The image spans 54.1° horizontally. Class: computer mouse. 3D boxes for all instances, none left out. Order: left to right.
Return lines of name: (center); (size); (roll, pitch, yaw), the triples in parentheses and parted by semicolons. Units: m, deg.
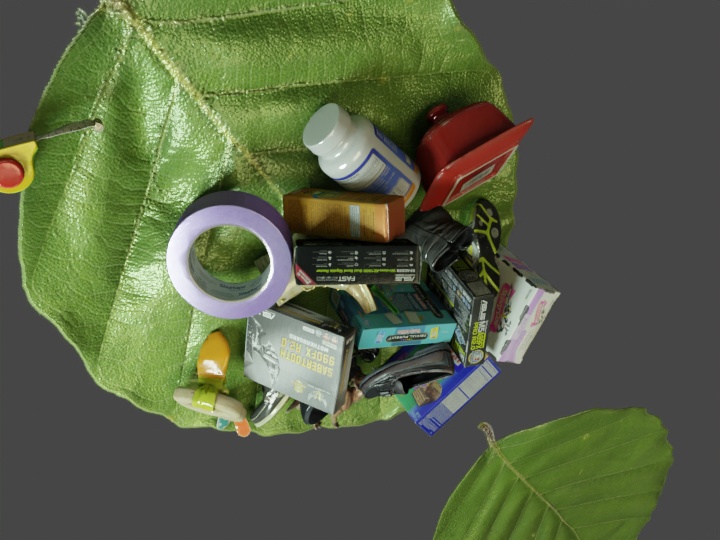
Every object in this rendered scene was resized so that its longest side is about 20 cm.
computer mouse: (-0.054, 0.203, 1.351); (0.201, 0.053, 0.138); (-53, 153, -1)

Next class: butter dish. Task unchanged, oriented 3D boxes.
butter dish: (0.167, -0.221, 1.219); (0.199, 0.149, 0.200); (-31, 169, -13)

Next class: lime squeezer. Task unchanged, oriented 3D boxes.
lime squeezer: (0.000, 0.000, 1.307); (0.038, 0.071, 0.201); (-33, 93, -2)

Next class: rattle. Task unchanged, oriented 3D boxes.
rattle: (-0.258, 0.222, 1.341); (0.129, 0.144, 0.200); (-15, 151, 21)

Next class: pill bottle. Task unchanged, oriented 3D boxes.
pill bottle: (0.001, -0.185, 1.166); (0.112, 0.112, 0.199); (-49, 128, 8)

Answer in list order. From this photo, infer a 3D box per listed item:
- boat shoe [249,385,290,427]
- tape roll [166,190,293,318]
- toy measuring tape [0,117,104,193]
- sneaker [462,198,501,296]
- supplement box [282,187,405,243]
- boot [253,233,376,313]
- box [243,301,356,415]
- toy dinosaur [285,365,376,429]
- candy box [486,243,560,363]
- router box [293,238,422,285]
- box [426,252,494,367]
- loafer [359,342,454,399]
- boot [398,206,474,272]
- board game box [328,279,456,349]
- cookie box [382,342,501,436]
boat shoe: (-0.159, 0.219, 1.372); (0.066, 0.072, 0.201); (37, 109, -12)
tape roll: (-0.209, -0.024, 1.143); (0.198, 0.066, 0.202); (-1, 117, -3)
toy measuring tape: (-0.448, -0.154, 0.976); (0.198, 0.074, 0.074); (-19, 127, -16)
sneaker: (0.225, -0.040, 1.377); (0.075, 0.076, 0.202); (11, 80, -33)
supplement box: (-0.029, -0.091, 1.142); (0.066, 0.198, 0.070); (-31, 122, -56)
boot: (-0.077, 0.023, 1.247); (0.155, 0.073, 0.201); (-36, 101, -1)
box: (-0.113, 0.147, 1.263); (0.048, 0.198, 0.160); (-31, 135, -57)
toy dinosaur: (-0.058, 0.240, 1.426); (0.198, 0.086, 0.137); (5, 118, -26)
candy box: (0.275, 0.058, 1.407); (0.071, 0.200, 0.169); (11, 114, -36)
router box: (-0.009, -0.016, 1.139); (0.198, 0.150, 0.063); (0, 97, -3)
box: (0.185, 0.061, 1.362); (0.044, 0.200, 0.162); (-9, 123, -16)
loafer: (0.088, 0.205, 1.347); (0.199, 0.063, 0.072); (-29, 145, 17)
boot: (0.107, -0.032, 1.306); (0.200, 0.132, 0.070); (-48, 130, 7)
board game box: (0.059, 0.079, 1.338); (0.198, 0.151, 0.047); (-1, 124, -27)
cookie box: (0.161, 0.207, 1.464); (0.200, 0.171, 0.075); (-43, 133, 2)
